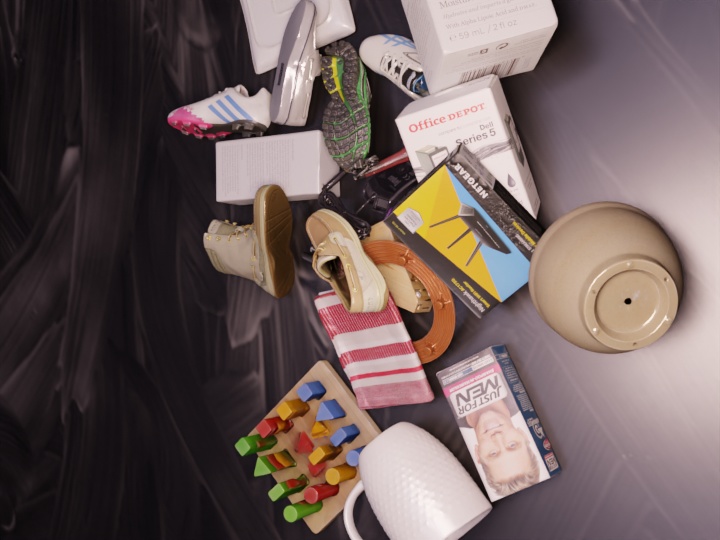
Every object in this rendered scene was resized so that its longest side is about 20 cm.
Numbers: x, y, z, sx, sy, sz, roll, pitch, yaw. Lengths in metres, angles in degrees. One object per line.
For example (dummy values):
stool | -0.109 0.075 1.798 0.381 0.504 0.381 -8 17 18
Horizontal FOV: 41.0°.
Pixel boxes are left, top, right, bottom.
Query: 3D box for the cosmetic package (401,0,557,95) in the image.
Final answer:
cosmetic package | 0.154 -0.379 1.341 0.164 0.165 0.201 -16 81 -4

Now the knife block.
knife block | 0.000 0.000 1.501 0.175 0.064 0.201 -27 78 25

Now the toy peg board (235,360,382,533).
toy peg board | -0.083 0.284 1.520 0.199 0.098 0.200 -47 70 19

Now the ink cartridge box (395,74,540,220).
ink cartridge box | 0.153 -0.155 1.364 0.145 0.084 0.201 -16 108 22

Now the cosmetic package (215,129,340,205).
cosmetic package | -0.136 -0.165 1.570 0.199 0.071 0.102 -1 88 28

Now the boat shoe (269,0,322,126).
boat shoe | -0.092 -0.330 1.548 0.072 0.065 0.201 33 113 62

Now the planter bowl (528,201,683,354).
planter bowl | 0.328 0.023 1.239 0.199 0.135 0.202 -1 107 -2

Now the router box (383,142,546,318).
router box | 0.153 -0.052 1.331 0.200 0.051 0.149 44 117 -9

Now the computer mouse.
computer mouse | 0.032 -0.134 1.481 0.200 0.046 0.140 -45 49 -9

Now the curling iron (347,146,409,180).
curling iron | 0.075 -0.176 1.434 0.199 0.050 0.026 -19 86 5

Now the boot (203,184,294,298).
boot | -0.186 -0.062 1.563 0.154 0.072 0.201 20 130 30

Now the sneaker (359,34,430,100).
sneaker | 0.074 -0.303 1.459 0.199 0.072 0.072 33 118 24

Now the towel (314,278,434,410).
towel | 0.018 0.116 1.458 0.143 0.023 0.201 -14 103 40

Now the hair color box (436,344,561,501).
hair color box | 0.199 0.219 1.395 0.100 0.060 0.201 -30 77 24

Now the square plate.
square plate | -0.118 -0.452 1.590 0.199 0.028 0.200 -17 82 26

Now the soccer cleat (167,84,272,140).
soccer cleat | -0.234 -0.271 1.634 0.199 0.070 0.087 5 76 25

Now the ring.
ring | 0.050 0.051 1.427 0.199 0.019 0.202 17 122 28

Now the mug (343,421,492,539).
mug | 0.063 0.334 1.410 0.200 0.148 0.176 -41 70 9

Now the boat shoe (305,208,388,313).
boat shoe | -0.033 -0.016 1.398 0.200 0.066 0.074 51 142 37

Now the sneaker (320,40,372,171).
sneaker | -0.009 -0.250 1.494 0.078 0.085 0.202 -7 77 24
